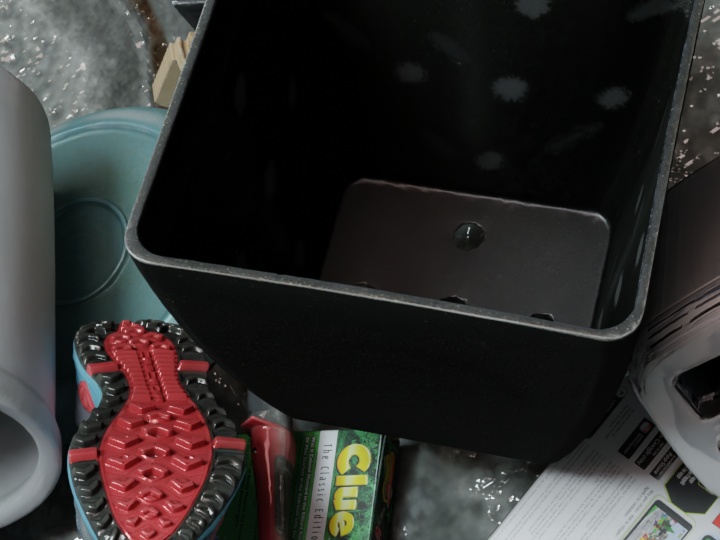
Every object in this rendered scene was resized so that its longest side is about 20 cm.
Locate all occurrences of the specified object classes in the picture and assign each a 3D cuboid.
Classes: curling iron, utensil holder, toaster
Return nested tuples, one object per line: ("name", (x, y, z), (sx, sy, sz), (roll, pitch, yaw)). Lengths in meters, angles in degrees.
("curling iron", (-0.051, 0.082, 1.054), (0.049, 0.026, 0.201), (-8, 67, 25))
("utensil holder", (-0.230, 0.011, 1.104), (0.169, 0.170, 0.201), (-16, 55, 17))
("toaster", (0.188, 0.012, 0.930), (0.199, 0.114, 0.129), (-26, 22, 26))

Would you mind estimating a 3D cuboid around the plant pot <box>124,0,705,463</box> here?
("plant pot", (0.033, -0.028, 0.948), (0.199, 0.178, 0.201), (9, 60, 11))

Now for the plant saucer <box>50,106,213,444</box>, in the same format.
("plant saucer", (-0.146, -0.005, 1.188), (0.199, 0.027, 0.201), (-11, 60, 20))

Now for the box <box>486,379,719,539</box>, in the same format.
("box", (0.094, 0.156, 0.976), (0.110, 0.035, 0.200), (36, 83, 36))

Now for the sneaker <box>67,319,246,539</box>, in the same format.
("sneaker", (-0.095, 0.101, 1.040), (0.079, 0.096, 0.200), (1, 24, -6))

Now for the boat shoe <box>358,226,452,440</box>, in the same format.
("boat shoe", (0.000, 0.000, 1.094), (0.066, 0.074, 0.200), (-25, 49, -10))

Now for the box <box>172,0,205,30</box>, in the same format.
("box", (0.001, -0.215, 1.162), (0.160, 0.044, 0.201), (1, 64, 25))

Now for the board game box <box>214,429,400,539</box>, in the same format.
("board game box", (-0.043, 0.170, 1.043), (0.104, 0.023, 0.201), (-4, 62, 26))

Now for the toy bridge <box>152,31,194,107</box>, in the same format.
("toy bridge", (-0.076, -0.058, 1.121), (0.200, 0.027, 0.067), (-102, 31, -46))

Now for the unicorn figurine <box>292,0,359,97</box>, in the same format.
("unicorn figurine", (0.016, -0.107, 1.058), (0.199, 0.138, 0.074), (3, 50, 17))
